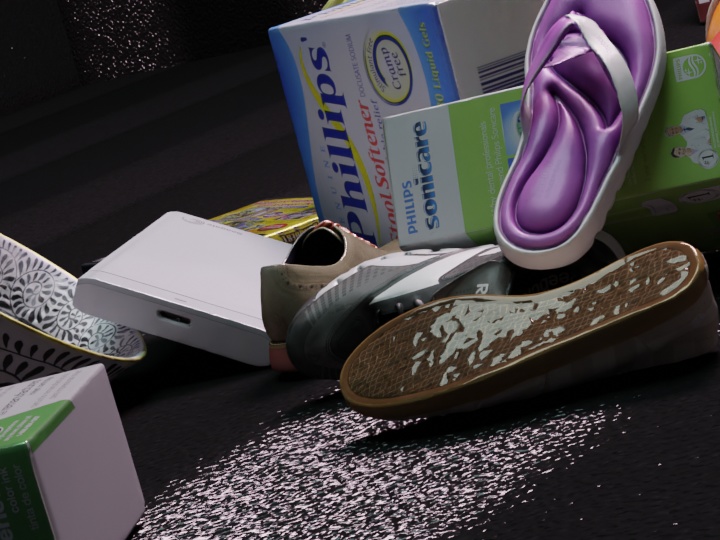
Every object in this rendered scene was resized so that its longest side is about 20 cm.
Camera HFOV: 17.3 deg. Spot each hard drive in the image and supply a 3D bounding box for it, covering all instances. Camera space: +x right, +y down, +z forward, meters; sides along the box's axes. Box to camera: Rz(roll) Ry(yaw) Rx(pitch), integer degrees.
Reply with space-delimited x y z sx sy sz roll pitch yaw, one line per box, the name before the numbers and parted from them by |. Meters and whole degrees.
hard drive | -0.096 0.009 1.553 0.132 0.027 0.200 16 16 8

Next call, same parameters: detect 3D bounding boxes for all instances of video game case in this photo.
video game case | -0.104 -0.022 1.895 0.180 0.026 0.200 -21 11 -28

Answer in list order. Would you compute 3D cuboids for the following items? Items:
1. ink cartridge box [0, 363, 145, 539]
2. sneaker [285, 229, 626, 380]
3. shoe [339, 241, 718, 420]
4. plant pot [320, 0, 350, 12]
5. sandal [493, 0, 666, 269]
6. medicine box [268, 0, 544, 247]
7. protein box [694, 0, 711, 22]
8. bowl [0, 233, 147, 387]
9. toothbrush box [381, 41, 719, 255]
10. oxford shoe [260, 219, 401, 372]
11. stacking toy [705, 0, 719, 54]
ink cartridge box | -0.220 0.121 1.120 0.200 0.084 0.145 -14 10 11
sneaker | 0.055 0.020 1.306 0.200 0.067 0.091 -13 8 1
shoe | 0.087 0.043 1.206 0.200 0.053 0.070 -17 42 14
plant pot | 0.087 -0.134 1.844 0.200 0.201 0.190 -22 25 -34
sandal | 0.119 -0.094 1.293 0.082 0.050 0.203 0 58 21
medicine box | 0.048 -0.105 1.661 0.103 0.183 0.200 -22 12 -35
protein box | 0.477 -0.377 2.638 0.200 0.135 0.199 -11 10 21
bowl | -0.241 0.041 1.469 0.094 0.200 0.201 -60 4 7
toothbrush box | 0.132 -0.054 1.395 0.200 0.086 0.146 -14 -17 17
oxford shoe | 0.000 0.000 1.473 0.070 0.075 0.200 -11 11 26
stacking toy | 0.277 -0.109 1.619 0.146 0.146 0.200 -7 32 38
